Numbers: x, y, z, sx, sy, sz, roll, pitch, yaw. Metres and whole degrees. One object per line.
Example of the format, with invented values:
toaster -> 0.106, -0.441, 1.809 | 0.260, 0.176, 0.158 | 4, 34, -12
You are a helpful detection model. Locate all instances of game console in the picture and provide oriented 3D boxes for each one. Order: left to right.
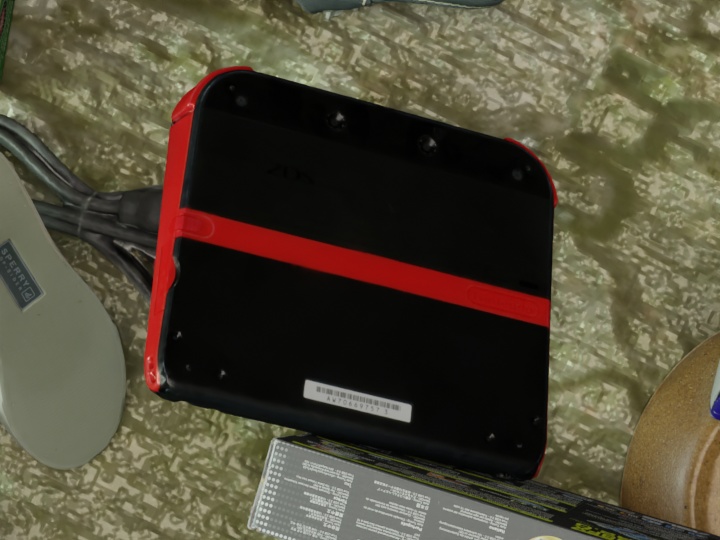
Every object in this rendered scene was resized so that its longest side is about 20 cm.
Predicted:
game console -> 0.000, 0.000, 1.168 | 0.198, 0.031, 0.178 | 14, 64, -17

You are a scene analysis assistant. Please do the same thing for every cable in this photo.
cable -> -0.116, -0.020, 1.221 | 0.198, 0.050, 0.098 | 10, 86, 12

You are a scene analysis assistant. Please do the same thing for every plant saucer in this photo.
plant saucer -> 0.228, 0.117, 1.214 | 0.198, 0.035, 0.202 | 0, 88, 1

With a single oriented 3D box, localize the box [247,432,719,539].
box -> 0.064, 0.122, 1.137 | 0.198, 0.160, 0.045 | 16, 93, 11

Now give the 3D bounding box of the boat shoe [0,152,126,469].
boat shoe -> -0.174, 0.007, 1.185 | 0.070, 0.071, 0.202 | -35, 128, -18

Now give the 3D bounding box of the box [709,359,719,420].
box -> 0.287, 0.001, 1.163 | 0.198, 0.105, 0.185 | 18, 71, 1

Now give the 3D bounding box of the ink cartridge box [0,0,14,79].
ink cartridge box -> -0.209, -0.171, 1.148 | 0.082, 0.200, 0.148 | 10, 88, 1

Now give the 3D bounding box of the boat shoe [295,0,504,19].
boat shoe -> -0.018, -0.161, 1.226 | 0.198, 0.073, 0.062 | 14, 131, -6
